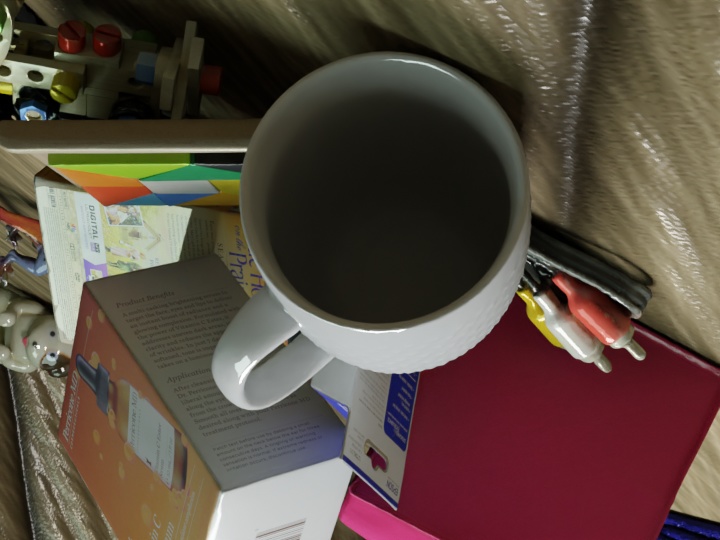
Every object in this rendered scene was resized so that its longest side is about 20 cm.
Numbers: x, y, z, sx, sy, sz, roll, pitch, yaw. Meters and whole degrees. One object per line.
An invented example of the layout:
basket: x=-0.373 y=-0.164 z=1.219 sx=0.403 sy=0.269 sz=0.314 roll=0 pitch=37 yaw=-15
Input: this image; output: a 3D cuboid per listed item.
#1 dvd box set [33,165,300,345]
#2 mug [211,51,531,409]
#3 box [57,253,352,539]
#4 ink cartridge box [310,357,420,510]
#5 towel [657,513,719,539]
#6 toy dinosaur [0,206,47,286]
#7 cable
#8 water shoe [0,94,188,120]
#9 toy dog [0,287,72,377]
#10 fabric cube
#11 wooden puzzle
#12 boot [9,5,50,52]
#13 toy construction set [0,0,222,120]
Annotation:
dvd box set: x=-0.138 y=0.004 z=1.175 sx=0.199 sy=0.029 sz=0.147 roll=10 pitch=124 yaw=21
mug: x=0.000 y=0.000 z=0.879 sx=0.148 sy=0.200 sz=0.175 roll=46 pitch=173 yaw=15
box: x=-0.109 y=0.115 z=1.086 sx=0.200 sy=0.106 sz=0.153 roll=50 pitch=138 yaw=36
ink cartridge box: x=0.011 y=0.040 z=1.018 sx=0.037 sy=0.201 sz=0.095 roll=-3 pitch=153 yaw=23
towel: x=0.383 y=0.312 z=1.620 sx=0.200 sy=0.050 sz=0.147 roll=35 pitch=166 yaw=-23
toy dinosaur: x=-0.341 y=-0.010 z=1.905 sx=0.180 sy=0.105 sz=0.200 roll=2 pitch=146 yaw=20
cable: x=0.098 y=-0.005 z=0.984 sx=0.200 sy=0.051 sz=0.097 roll=35 pitch=162 yaw=-21
water shoe: x=-0.196 y=-0.093 z=1.193 sx=0.199 sy=0.072 sz=0.079 roll=22 pitch=-162 yaw=34
toy dog: x=-0.566 y=0.126 z=2.852 sx=0.193 sy=0.140 sz=0.200 roll=22 pitch=174 yaw=-35
fabric cube: x=0.114 y=0.131 z=1.140 sx=0.196 sy=0.201 sz=0.199 roll=30 pitch=167 yaw=4
wooden puzzle: x=-0.109 y=-0.064 z=1.003 sx=0.184 sy=0.037 sz=0.200 roll=0 pitch=176 yaw=7
boot: x=-0.316 y=-0.144 z=1.111 sx=0.079 sy=0.158 sz=0.211 roll=21 pitch=166 yaw=34
toy construction set: x=-0.174 y=-0.140 z=0.998 sx=0.199 sy=0.092 sz=0.131 roll=21 pitch=142 yaw=6
